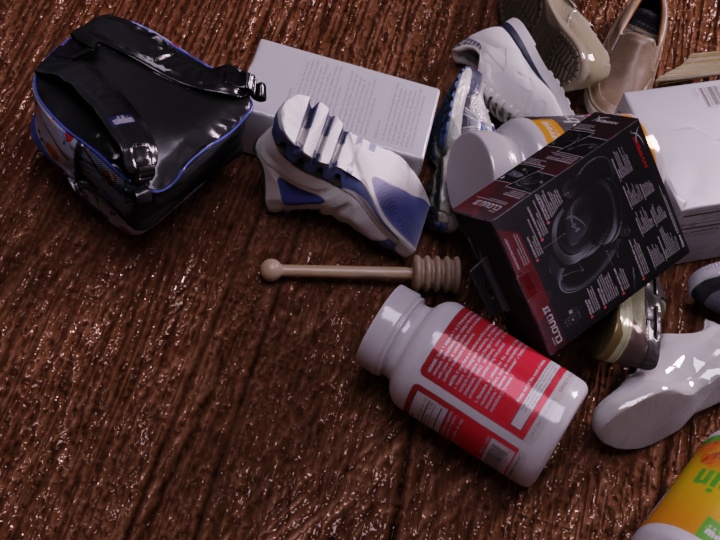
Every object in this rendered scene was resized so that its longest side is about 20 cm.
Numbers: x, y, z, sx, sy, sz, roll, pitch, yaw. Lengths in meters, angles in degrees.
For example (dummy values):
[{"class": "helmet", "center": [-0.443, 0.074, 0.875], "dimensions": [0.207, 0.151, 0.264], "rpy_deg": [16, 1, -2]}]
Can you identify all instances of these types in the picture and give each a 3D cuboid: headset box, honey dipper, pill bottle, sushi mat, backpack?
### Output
[{"class": "headset box", "center": [0.190, -0.031, 1.360], "dimensions": [0.199, 0.150, 0.077], "rpy_deg": [-34, 23, -16]}, {"class": "honey dipper", "center": [0.000, 0.000, 1.447], "dimensions": [0.198, 0.038, 0.038], "rpy_deg": [3, 56, -7]}, {"class": "pill bottle", "center": [0.100, 0.101, 1.351], "dimensions": [0.199, 0.113, 0.112], "rpy_deg": [32, 56, 10]}, {"class": "sushi mat", "center": [0.433, -0.234, 1.619], "dimensions": [0.199, 0.012, 0.095], "rpy_deg": [-2, 25, 42]}, {"class": "pill bottle", "center": [0.193, -0.095, 1.457], "dimensions": [0.198, 0.117, 0.117], "rpy_deg": [-5, 57, -26]}, {"class": "pill bottle", "center": [0.305, 0.244, 1.296], "dimensions": [0.111, 0.111, 0.200], "rpy_deg": [37, 57, 14]}, {"class": "backpack", "center": [-0.224, -0.147, 1.432], "dimensions": [0.190, 0.154, 0.200], "rpy_deg": [41, 52, 7]}]

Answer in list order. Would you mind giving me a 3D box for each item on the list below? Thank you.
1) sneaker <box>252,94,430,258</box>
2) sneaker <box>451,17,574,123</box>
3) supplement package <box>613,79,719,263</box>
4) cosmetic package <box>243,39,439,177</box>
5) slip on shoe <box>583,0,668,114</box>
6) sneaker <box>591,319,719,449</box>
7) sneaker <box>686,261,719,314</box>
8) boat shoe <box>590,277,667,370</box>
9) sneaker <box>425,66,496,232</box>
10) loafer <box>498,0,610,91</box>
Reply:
[{"class": "sneaker", "center": [-0.031, -0.088, 1.476], "dimensions": [0.199, 0.115, 0.081], "rpy_deg": [38, 54, -21]}, {"class": "sneaker", "center": [0.172, -0.185, 1.593], "dimensions": [0.080, 0.077, 0.201], "rpy_deg": [-19, 55, -13]}, {"class": "supplement package", "center": [0.375, -0.107, 1.549], "dimensions": [0.198, 0.111, 0.157], "rpy_deg": [-9, 59, -18]}, {"class": "cosmetic package", "center": [-0.026, -0.158, 1.526], "dimensions": [0.198, 0.071, 0.102], "rpy_deg": [16, 55, 0]}, {"class": "slip on shoe", "center": [0.307, -0.242, 1.658], "dimensions": [0.075, 0.061, 0.201], "rpy_deg": [25, 55, 6]}, {"class": "sneaker", "center": [0.290, 0.105, 1.425], "dimensions": [0.199, 0.076, 0.089], "rpy_deg": [-20, 47, -27]}, {"class": "sneaker", "center": [0.423, 0.063, 1.464], "dimensions": [0.198, 0.076, 0.115], "rpy_deg": [15, 52, -4]}, {"class": "boat shoe", "center": [0.268, 0.032, 1.447], "dimensions": [0.066, 0.072, 0.201], "rpy_deg": [29, 34, -6]}, {"class": "sneaker", "center": [0.118, -0.121, 1.539], "dimensions": [0.084, 0.077, 0.202], "rpy_deg": [14, 62, -12]}, {"class": "loafer", "center": [0.219, -0.270, 1.654], "dimensions": [0.068, 0.076, 0.201], "rpy_deg": [10, 43, -36]}]
